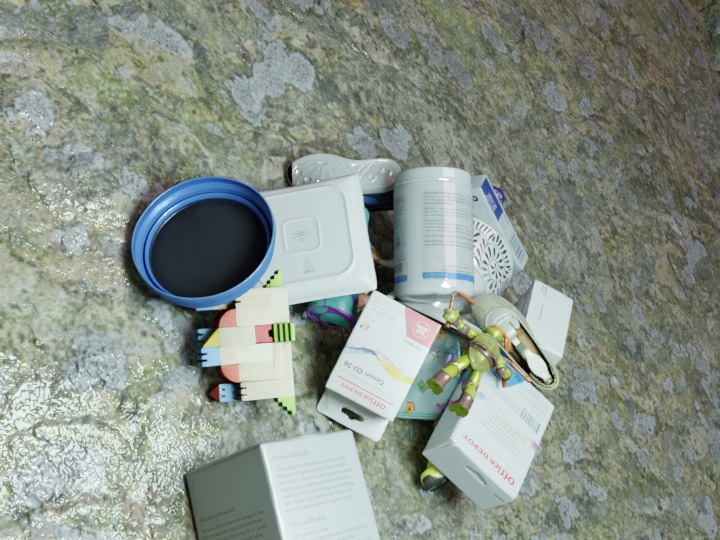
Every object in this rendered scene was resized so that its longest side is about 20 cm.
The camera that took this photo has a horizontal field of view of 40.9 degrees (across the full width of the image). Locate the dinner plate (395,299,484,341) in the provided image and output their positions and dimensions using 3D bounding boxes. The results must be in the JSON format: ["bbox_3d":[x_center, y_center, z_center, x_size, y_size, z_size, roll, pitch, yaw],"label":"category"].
[{"bbox_3d":[0.151,0.089,1.636,0.199,0.200,0.024,31,84,-32],"label":"dinner plate"}]

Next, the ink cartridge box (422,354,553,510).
[{"bbox_3d":[0.205,0.254,1.531,0.144,0.085,0.200,43,48,-9],"label":"ink cartridge box"}]

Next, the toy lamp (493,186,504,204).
[{"bbox_3d":[0.241,-0.100,1.941,0.058,0.058,0.200,50,41,-12],"label":"toy lamp"}]

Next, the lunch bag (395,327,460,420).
[{"bbox_3d":[0.077,0.158,1.557,0.199,0.077,0.162,13,78,-43],"label":"lunch bag"}]

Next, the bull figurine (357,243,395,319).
[{"bbox_3d":[0.000,0.000,1.598,0.120,0.065,0.202,12,63,-7],"label":"bull figurine"}]

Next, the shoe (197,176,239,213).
[{"bbox_3d":[-0.187,-0.048,1.426,0.090,0.071,0.201,-14,74,-41],"label":"shoe"}]

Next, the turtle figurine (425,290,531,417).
[{"bbox_3d":[0.182,0.142,1.470,0.200,0.064,0.162,49,62,-19],"label":"turtle figurine"}]

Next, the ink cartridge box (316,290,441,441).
[{"bbox_3d":[0.024,0.145,1.439,0.116,0.068,0.201,27,87,2],"label":"ink cartridge box"}]

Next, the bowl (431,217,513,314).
[{"bbox_3d":[0.158,0.010,1.664,0.201,0.200,0.095,46,36,-17],"label":"bowl"}]

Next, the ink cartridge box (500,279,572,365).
[{"bbox_3d":[0.287,0.138,1.722,0.083,0.201,0.146,26,46,-4],"label":"ink cartridge box"}]

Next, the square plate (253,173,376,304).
[{"bbox_3d":[-0.086,-0.049,1.467,0.028,0.198,0.200,74,6,-66],"label":"square plate"}]

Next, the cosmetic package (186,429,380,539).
[{"bbox_3d":[-0.093,0.328,1.231,0.166,0.166,0.202,2,66,-47],"label":"cosmetic package"}]

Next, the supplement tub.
[{"bbox_3d":[0.117,-0.054,1.552,0.131,0.131,0.202,10,78,-44],"label":"supplement tub"}]

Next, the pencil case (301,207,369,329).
[{"bbox_3d":[-0.036,-0.012,1.514,0.084,0.092,0.202,12,67,-11],"label":"pencil case"}]

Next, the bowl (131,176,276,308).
[{"bbox_3d":[-0.213,-0.038,1.327,0.039,0.198,0.202,80,9,-58],"label":"bowl"}]

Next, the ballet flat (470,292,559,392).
[{"bbox_3d":[0.258,0.114,1.573,0.200,0.067,0.062,48,1,3],"label":"ballet flat"}]

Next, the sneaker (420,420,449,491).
[{"bbox_3d":[0.142,0.290,1.593,0.091,0.078,0.200,51,34,5],"label":"sneaker"}]

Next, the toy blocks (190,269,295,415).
[{"bbox_3d":[-0.167,0.103,1.328,0.135,0.100,0.202,-3,86,-19],"label":"toy blocks"}]

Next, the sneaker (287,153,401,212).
[{"bbox_3d":[-0.022,-0.139,1.668,0.198,0.147,0.081,-1,73,0],"label":"sneaker"}]

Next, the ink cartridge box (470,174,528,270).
[{"bbox_3d":[0.170,-0.076,1.707,0.200,0.199,0.041,56,49,-33],"label":"ink cartridge box"}]
